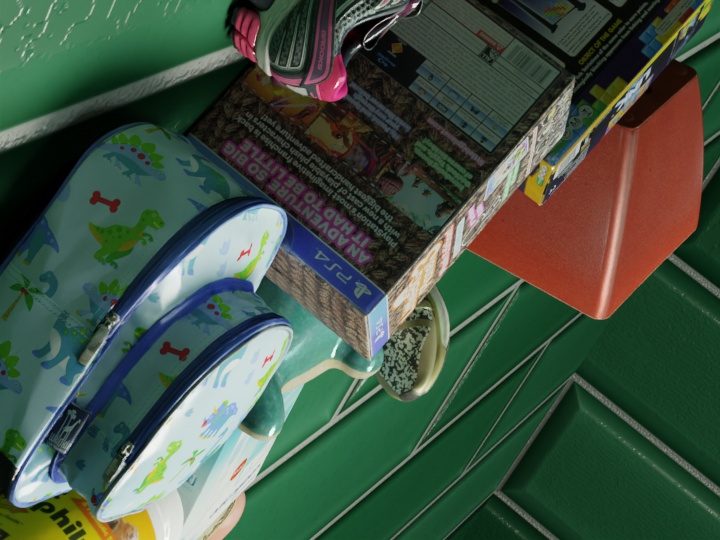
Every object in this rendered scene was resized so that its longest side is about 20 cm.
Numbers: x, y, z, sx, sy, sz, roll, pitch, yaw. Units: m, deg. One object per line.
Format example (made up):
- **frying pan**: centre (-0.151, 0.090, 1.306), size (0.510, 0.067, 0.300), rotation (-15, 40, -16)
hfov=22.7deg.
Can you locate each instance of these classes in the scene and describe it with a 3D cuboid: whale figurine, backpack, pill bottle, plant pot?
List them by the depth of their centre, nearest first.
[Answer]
- **backpack**: centre (-0.123, 0.031, 0.993), size (0.201, 0.147, 0.183), rotation (-56, 168, 8)
- **whale figurine**: centre (-0.055, 0.020, 1.175), size (0.200, 0.158, 0.104), rotation (-61, 174, -51)
- **pill bottle**: centre (-0.206, 0.193, 1.203), size (0.200, 0.109, 0.110), rotation (-28, 153, -57)
- **plant pot**: centre (0.201, -0.112, 1.634), size (0.200, 0.199, 0.177), rotation (-38, 148, -43)

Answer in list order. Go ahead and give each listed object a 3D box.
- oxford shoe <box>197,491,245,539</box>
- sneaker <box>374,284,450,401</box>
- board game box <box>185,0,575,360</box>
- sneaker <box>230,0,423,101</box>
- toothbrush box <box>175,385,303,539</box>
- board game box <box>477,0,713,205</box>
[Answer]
- **oxford shoe**: centre (-0.185, 0.242, 1.533), size (0.200, 0.071, 0.074), rotation (-52, 146, -13)
- **sneaker**: centre (0.000, 0.000, 1.304), size (0.077, 0.202, 0.088), rotation (-27, 160, 35)
- **board game box**: centre (0.009, -0.078, 1.117), size (0.200, 0.159, 0.097), rotation (-48, 166, -13)
- **sneaker**: centre (0.014, -0.184, 1.042), size (0.200, 0.075, 0.081), rotation (-51, 167, -7)
- **toothbrush box**: centre (-0.112, 0.105, 1.327), size (0.146, 0.085, 0.201), rotation (-43, 165, -53)
- **board game box**: centre (0.123, -0.168, 1.242), size (0.200, 0.165, 0.057), rotation (-46, 164, -23)
